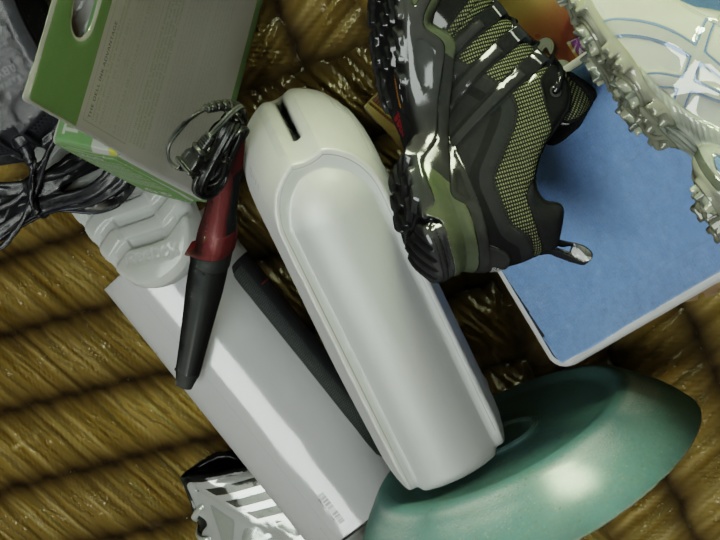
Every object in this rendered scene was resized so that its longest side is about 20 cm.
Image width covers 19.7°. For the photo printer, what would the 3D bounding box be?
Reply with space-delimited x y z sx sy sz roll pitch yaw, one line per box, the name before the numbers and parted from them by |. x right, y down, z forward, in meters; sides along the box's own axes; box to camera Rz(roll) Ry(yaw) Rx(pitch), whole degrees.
photo printer | 0.000 0.000 1.099 0.069 0.166 0.201 -26 107 0

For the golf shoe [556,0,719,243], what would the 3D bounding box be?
golf shoe | 0.165 -0.091 0.956 0.097 0.078 0.200 -37 79 3

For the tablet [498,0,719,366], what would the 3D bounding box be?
tablet | 0.140 -0.049 1.017 0.200 0.014 0.131 -33 87 32

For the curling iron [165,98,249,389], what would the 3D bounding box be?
curling iron | -0.086 -0.011 1.093 0.026 0.049 0.201 41 142 27

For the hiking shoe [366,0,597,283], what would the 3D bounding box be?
hiking shoe | 0.061 -0.095 1.008 0.100 0.076 0.201 -3 83 -13

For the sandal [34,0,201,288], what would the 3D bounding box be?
sandal | -0.145 -0.078 1.166 0.082 0.050 0.204 -30 74 21

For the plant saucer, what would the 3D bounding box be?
plant saucer | 0.081 0.101 1.092 0.199 0.200 0.036 -21 103 31

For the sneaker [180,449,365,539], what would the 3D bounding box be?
sneaker | -0.082 0.180 1.296 0.115 0.076 0.200 48 117 4

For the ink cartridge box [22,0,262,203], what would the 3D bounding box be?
ink cartridge box | -0.115 -0.127 1.028 0.048 0.200 0.146 12 83 24

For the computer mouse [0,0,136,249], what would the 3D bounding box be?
computer mouse | -0.208 -0.115 1.131 0.138 0.053 0.201 -18 102 20

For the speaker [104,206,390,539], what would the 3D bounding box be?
speaker | -0.058 0.062 1.195 0.081 0.081 0.200 -38 92 34

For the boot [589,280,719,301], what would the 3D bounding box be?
boot | 0.186 -0.045 1.050 0.199 0.075 0.108 -10 109 19

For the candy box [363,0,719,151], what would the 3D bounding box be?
candy box | 0.111 -0.104 1.056 0.200 0.056 0.117 -37 97 33
